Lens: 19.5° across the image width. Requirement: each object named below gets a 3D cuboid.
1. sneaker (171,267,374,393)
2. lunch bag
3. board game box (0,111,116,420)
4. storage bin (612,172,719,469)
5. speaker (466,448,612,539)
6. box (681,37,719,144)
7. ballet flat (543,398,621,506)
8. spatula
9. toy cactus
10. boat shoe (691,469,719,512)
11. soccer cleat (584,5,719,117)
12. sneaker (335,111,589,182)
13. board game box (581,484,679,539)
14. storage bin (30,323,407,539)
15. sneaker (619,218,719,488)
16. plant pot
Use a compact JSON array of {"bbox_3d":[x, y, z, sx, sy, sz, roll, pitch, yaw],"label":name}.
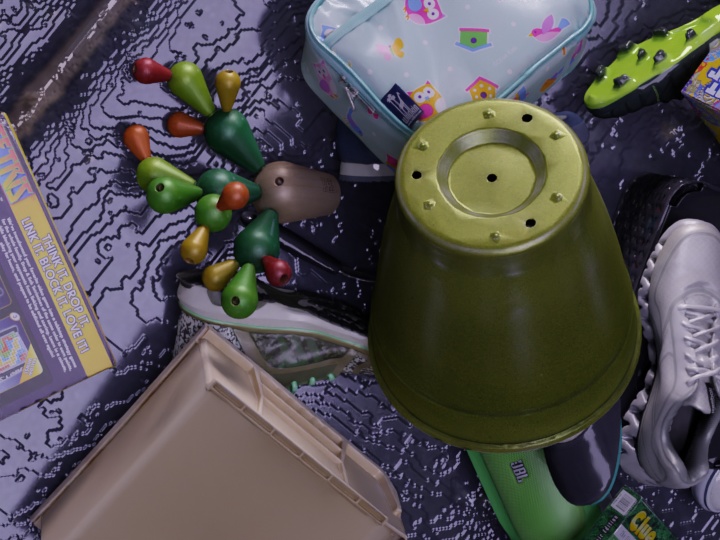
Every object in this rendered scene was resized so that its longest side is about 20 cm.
[{"bbox_3d":[-0.054,0.063,1.561,0.198,0.077,0.089,17,105,-12],"label":"sneaker"},{"bbox_3d":[0.058,-0.172,1.518,0.200,0.077,0.160,-39,77,-21],"label":"lunch bag"},{"bbox_3d":[-0.289,0.010,1.488,0.164,0.057,0.202,-25,102,-14],"label":"board game box"},{"bbox_3d":[0.251,0.038,1.624,0.134,0.094,0.202,21,90,-17],"label":"storage bin"},{"bbox_3d":[0.131,0.137,1.606,0.088,0.088,0.201,-27,103,-11],"label":"speaker"},{"bbox_3d":[0.377,-0.138,1.581,0.193,0.122,0.200,-53,137,-5],"label":"box"},{"bbox_3d":[0.153,0.072,1.533,0.072,0.073,0.202,16,60,-17],"label":"ballet flat"},{"bbox_3d":[0.000,0.000,1.572,0.198,0.057,0.021,22,115,-8],"label":"spatula"},{"bbox_3d":[-0.082,-0.065,1.511,0.164,0.102,0.201,0,56,-41],"label":"toy cactus"},{"bbox_3d":[0.364,0.145,1.664,0.201,0.086,0.075,-28,131,-14],"label":"boat shoe"},{"bbox_3d":[0.266,-0.159,1.615,0.199,0.067,0.082,-31,116,-11],"label":"soccer cleat"},{"bbox_3d":[0.077,-0.115,1.569,0.198,0.070,0.083,-8,97,-17],"label":"sneaker"},{"bbox_3d":[0.213,0.248,1.618,0.105,0.023,0.200,-48,141,-5],"label":"board game box"},{"bbox_3d":[-0.101,0.186,1.515,0.198,0.094,0.200,40,100,-18],"label":"storage bin"},{"bbox_3d":[0.243,0.064,1.536,0.074,0.081,0.202,6,93,-14],"label":"sneaker"},{"bbox_3d":[0.094,-0.009,1.437,0.199,0.201,0.194,-27,147,-11],"label":"plant pot"}]
